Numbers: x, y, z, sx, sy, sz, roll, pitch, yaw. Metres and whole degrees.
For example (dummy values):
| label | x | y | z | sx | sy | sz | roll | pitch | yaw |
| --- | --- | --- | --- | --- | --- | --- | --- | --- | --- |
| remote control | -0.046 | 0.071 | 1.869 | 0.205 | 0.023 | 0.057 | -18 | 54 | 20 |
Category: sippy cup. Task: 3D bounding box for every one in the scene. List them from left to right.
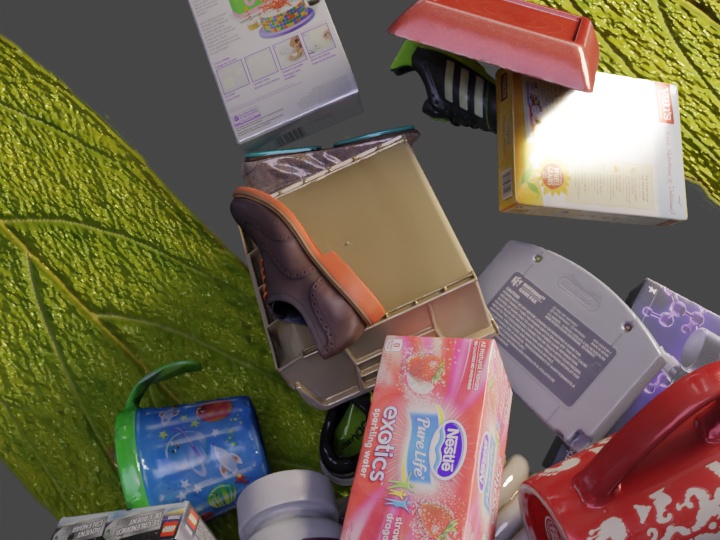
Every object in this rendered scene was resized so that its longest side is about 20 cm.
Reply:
| label | x | y | z | sx | sy | sz | roll | pitch | yaw |
| --- | --- | --- | --- | --- | --- | --- | --- | --- | --- |
| sippy cup | -0.157 | 0.186 | 0.784 | 0.128 | 0.140 | 0.181 | -15 | 104 | -7 |

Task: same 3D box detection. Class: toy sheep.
| label | x | y | z | sx | sy | sz | roll | pitch | yaw |
| --- | --- | --- | --- | --- | --- | --- | --- | --- | --- |
| toy sheep | 0.127 | 0.234 | 0.732 | 0.138 | 0.138 | 0.200 | -45 | 77 | -3 |

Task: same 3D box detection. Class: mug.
| label | x | y | z | sx | sy | sz | roll | pitch | yaw |
| --- | --- | --- | --- | --- | --- | --- | --- | --- | --- |
| mug | 0.229 | 0.160 | 0.631 | 0.197 | 0.133 | 0.181 | -21 | 102 | -9 |

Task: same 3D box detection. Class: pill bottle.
| label | x | y | z | sx | sy | sz | roll | pitch | yaw |
| --- | --- | --- | --- | --- | --- | --- | --- | --- | --- |
| pill bottle | -0.047 | 0.278 | 0.664 | 0.108 | 0.110 | 0.202 | -19 | 49 | 3 |

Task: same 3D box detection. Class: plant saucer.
| label | x | y | z | sx | sy | sz | roll | pitch | yaw |
| --- | --- | --- | --- | --- | --- | --- | --- | --- | --- |
| plant saucer | 0.144 | -0.243 | 0.799 | 0.197 | 0.200 | 0.037 | 19 | 119 | 10 |

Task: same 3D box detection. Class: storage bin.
| label | x | y | z | sx | sy | sz | roll | pitch | yaw |
| --- | --- | --- | --- | --- | --- | --- | --- | --- | --- |
| storage bin | 0.000 | 0.000 | 0.774 | 0.196 | 0.094 | 0.202 | -24 | 52 | 3 |

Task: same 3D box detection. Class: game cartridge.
| label | x | y | z | sx | sy | sz | roll | pitch | yaw |
| --- | --- | --- | --- | --- | --- | --- | --- | --- | --- |
| game cartridge | 0.182 | 0.061 | 0.762 | 0.134 | 0.041 | 0.200 | -51 | 49 | 6 |

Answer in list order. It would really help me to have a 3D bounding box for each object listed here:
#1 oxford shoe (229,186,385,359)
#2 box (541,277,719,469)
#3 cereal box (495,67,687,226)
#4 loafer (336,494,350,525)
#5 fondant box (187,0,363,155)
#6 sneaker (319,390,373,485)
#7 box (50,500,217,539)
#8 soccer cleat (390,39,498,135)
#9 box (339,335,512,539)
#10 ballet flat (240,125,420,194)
| label | x | y | z | sx | sy | sz | roll | pitch | yaw |
| --- | --- | --- | --- | --- | --- | --- | --- | --- | --- |
| oxford shoe | -0.067 | -0.004 | 0.699 | 0.072 | 0.071 | 0.200 | -44 | 53 | -7 |
| box | 0.282 | 0.133 | 0.763 | 0.140 | 0.079 | 0.202 | 28 | 83 | 14 |
| cereal box | 0.230 | -0.124 | 0.800 | 0.196 | 0.039 | 0.147 | 5 | 79 | -18 |
| loafer | -0.049 | 0.255 | 0.781 | 0.199 | 0.070 | 0.070 | -35 | 85 | 0 |
| fondant box | -0.096 | -0.245 | 0.891 | 0.142 | 0.058 | 0.203 | -21 | 78 | 2 |
| sneaker | 0.021 | 0.121 | 0.790 | 0.073 | 0.087 | 0.202 | 32 | 84 | 12 |
| box | -0.171 | 0.292 | 0.723 | 0.135 | 0.202 | 0.040 | -13 | 34 | 19 |
| soccer cleat | 0.117 | -0.179 | 0.856 | 0.200 | 0.067 | 0.081 | 45 | 104 | 14 |
| box | 0.059 | 0.163 | 0.653 | 0.101 | 0.095 | 0.203 | 0 | 54 | 22 |
| ballet flat | -0.029 | -0.106 | 0.860 | 0.196 | 0.068 | 0.069 | -8 | 97 | 11 |
